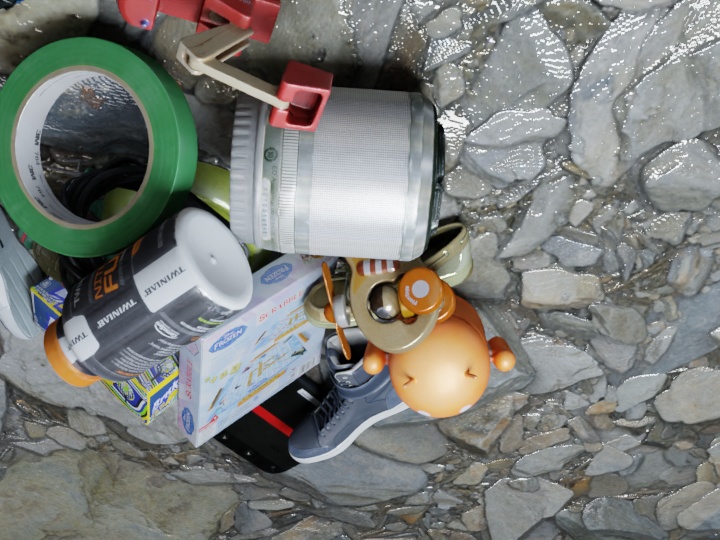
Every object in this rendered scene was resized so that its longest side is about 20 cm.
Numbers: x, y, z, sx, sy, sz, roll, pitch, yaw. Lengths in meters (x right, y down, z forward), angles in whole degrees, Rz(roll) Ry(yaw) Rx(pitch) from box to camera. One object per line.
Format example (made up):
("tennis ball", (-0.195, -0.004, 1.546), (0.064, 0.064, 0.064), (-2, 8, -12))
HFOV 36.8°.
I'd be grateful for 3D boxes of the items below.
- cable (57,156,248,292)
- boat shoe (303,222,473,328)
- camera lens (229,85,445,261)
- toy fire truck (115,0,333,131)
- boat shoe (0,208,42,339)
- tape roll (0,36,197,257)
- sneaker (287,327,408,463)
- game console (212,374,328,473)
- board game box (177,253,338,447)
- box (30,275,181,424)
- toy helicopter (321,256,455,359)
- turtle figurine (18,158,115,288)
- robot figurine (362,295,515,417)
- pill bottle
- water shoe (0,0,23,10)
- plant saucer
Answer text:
("cable", (-0.223, -0.018, 1.096), (0.199, 0.051, 0.164), (36, 88, -8))
("boat shoe", (0.028, 0.002, 1.192), (0.197, 0.074, 0.064), (-17, 136, -3))
("camera lens", (-0.021, -0.095, 1.046), (0.196, 0.162, 0.161), (3, 137, -2))
("toy fire truck", (-0.122, -0.205, 0.946), (0.197, 0.143, 0.049), (14, 136, -13))
("boat shoe", (-0.419, -0.007, 1.234), (0.066, 0.074, 0.202), (7, 131, 18))
("tape roll", (-0.253, -0.115, 1.025), (0.197, 0.048, 0.204), (1, 93, 14))
("sneaker", (-0.033, 0.153, 1.350), (0.201, 0.077, 0.146), (-34, 138, 9))
("game console", (-0.118, 0.195, 1.461), (0.176, 0.031, 0.200), (-32, 128, 23))
("board game box", (-0.119, 0.081, 1.233), (0.041, 0.199, 0.201), (40, 142, 24))
("box", (-0.286, 0.079, 1.232), (0.199, 0.070, 0.065), (36, 141, 20))
("toy helicopter", (0.000, 0.000, 1.138), (0.132, 0.201, 0.079), (-37, 162, 7))
("turtle figurine", (-0.291, -0.019, 1.155), (0.198, 0.101, 0.151), (31, 131, -1))
("robot figurine", (0.086, 0.094, 1.217), (0.143, 0.200, 0.117), (36, 102, -5))
("pill bottle", (-0.204, 0.035, 1.007), (0.198, 0.107, 0.106), (-31, 128, 23))
("water shoe", (-0.295, -0.268, 0.931), (0.198, 0.080, 0.071), (-26, 130, 27))
("plant saucer", (-0.193, -0.038, 1.209), (0.196, 0.031, 0.202), (2, 137, 2))
